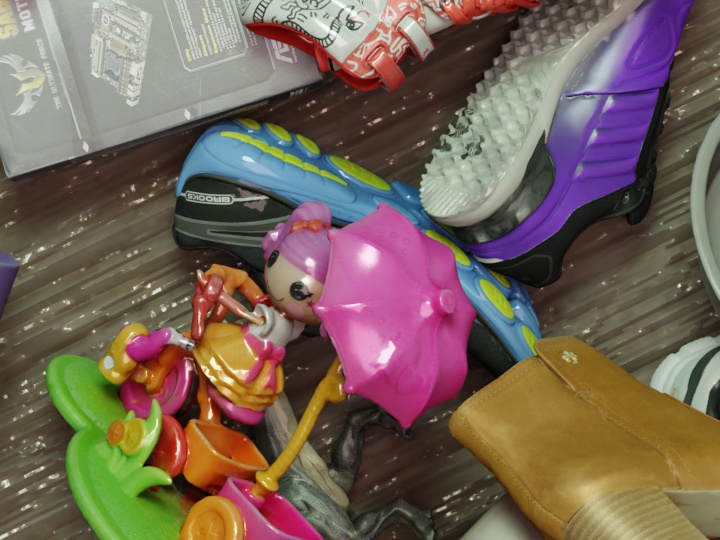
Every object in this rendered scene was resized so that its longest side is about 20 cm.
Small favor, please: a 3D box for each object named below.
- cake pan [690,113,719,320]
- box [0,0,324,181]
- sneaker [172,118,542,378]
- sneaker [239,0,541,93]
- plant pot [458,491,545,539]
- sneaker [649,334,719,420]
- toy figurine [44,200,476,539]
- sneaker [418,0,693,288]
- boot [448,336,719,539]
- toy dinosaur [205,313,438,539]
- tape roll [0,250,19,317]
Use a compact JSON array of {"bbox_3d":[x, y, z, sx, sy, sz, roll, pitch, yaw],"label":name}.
[{"bbox_3d":[0.247,-0.008,1.351,0.199,0.037,0.202,6,58,-10],"label":"cake pan"},{"bbox_3d":[-0.119,-0.159,1.330,0.157,0.048,0.201,-18,93,-2],"label":"box"},{"bbox_3d":[0.000,0.000,1.368,0.199,0.071,0.083,27,114,-9],"label":"sneaker"},{"bbox_3d":[0.044,-0.127,1.284,0.200,0.067,0.109,14,85,4],"label":"sneaker"},{"bbox_3d":[0.114,0.187,1.337,0.173,0.200,0.200,44,89,11],"label":"plant pot"},{"bbox_3d":[0.243,0.048,1.380,0.199,0.080,0.074,-20,94,-5],"label":"sneaker"},{"bbox_3d":[-0.033,0.043,1.291,0.184,0.200,0.150,-50,141,16],"label":"toy figurine"},{"bbox_3d":[0.115,-0.077,1.370,0.100,0.069,0.201,46,75,-31],"label":"sneaker"},{"bbox_3d":[0.149,0.077,1.299,0.200,0.144,0.071,-14,137,-39],"label":"boot"},{"bbox_3d":[-0.012,0.109,1.379,0.087,0.047,0.202,-14,91,3],"label":"toy dinosaur"},{"bbox_3d":[-0.259,0.000,1.271,0.199,0.200,0.086,22,92,-6],"label":"tape roll"}]
